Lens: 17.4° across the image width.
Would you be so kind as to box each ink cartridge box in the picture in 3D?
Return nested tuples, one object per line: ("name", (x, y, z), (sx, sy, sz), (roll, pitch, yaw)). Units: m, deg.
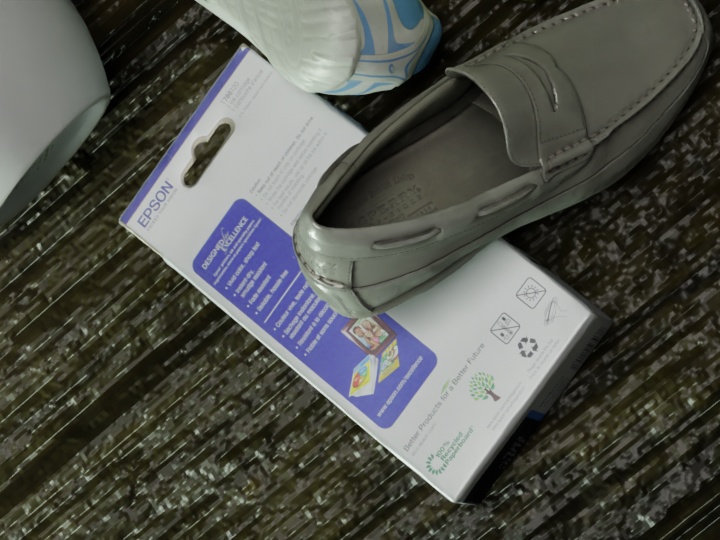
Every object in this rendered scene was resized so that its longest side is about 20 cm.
("ink cartridge box", (0.000, 0.000, 0.993), (0.200, 0.039, 0.100), (40, 97, 19))

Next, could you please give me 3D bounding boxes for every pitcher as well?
("pitcher", (-0.213, -0.107, 1.051), (0.200, 0.172, 0.121), (42, 72, 2))

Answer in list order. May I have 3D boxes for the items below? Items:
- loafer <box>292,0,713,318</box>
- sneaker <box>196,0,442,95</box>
("loafer", (0.060, -0.055, 0.936), (0.200, 0.070, 0.070), (-38, 67, -12))
("sneaker", (-0.041, -0.142, 1.020), (0.200, 0.072, 0.072), (48, 123, 32))
